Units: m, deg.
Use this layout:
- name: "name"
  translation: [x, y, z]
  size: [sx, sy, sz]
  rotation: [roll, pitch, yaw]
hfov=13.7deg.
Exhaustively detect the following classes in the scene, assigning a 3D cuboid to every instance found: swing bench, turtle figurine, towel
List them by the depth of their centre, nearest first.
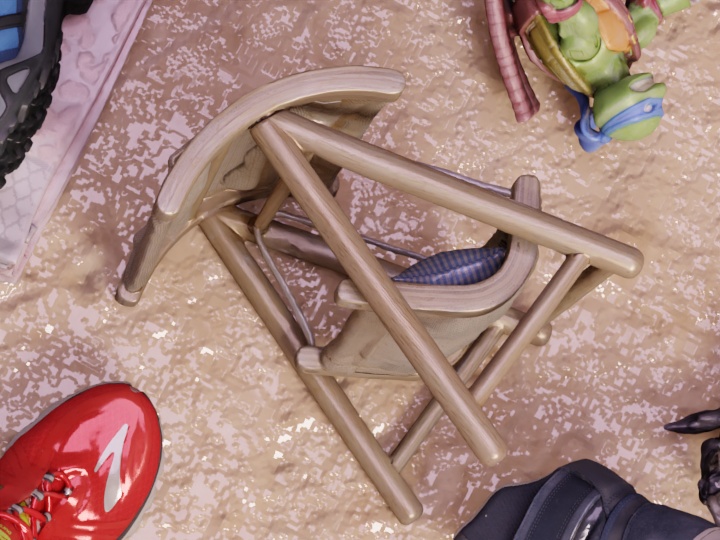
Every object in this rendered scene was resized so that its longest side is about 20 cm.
- name: "swing bench"
  translation: [0.000, 0.000, 1.424]
  size: [0.200, 0.199, 0.130]
  rotation: [38, 75, -1]
- name: "towel"
  translation: [-0.221, -0.118, 1.497]
  size: [0.199, 0.032, 0.192]
  rotation: [25, 75, -5]
- name: "turtle figurine"
  translation: [0.128, -0.178, 1.505]
  size: [0.144, 0.200, 0.194]
  rotation: [-25, 74, -29]

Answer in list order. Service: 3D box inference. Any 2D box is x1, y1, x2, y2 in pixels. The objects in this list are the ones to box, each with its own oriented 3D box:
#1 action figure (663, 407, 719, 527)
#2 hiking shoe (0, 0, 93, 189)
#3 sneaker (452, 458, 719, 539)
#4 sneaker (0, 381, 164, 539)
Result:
- name: "action figure"
  translation: [0.220, 0.123, 1.489]
  size: [0.118, 0.102, 0.201]
  rotation: [-6, 83, -9]
- name: "hiking shoe"
  translation: [-0.185, -0.115, 1.457]
  size: [0.086, 0.074, 0.201]
  rotation: [22, 66, 0]
- name: "sneaker"
  translation: [0.106, 0.191, 1.470]
  size: [0.146, 0.077, 0.203]
  rotation: [27, 113, 32]
- name: "sneaker"
  translation: [-0.166, 0.130, 1.427]
  size: [0.077, 0.085, 0.200]
  rotation: [45, 75, 1]
